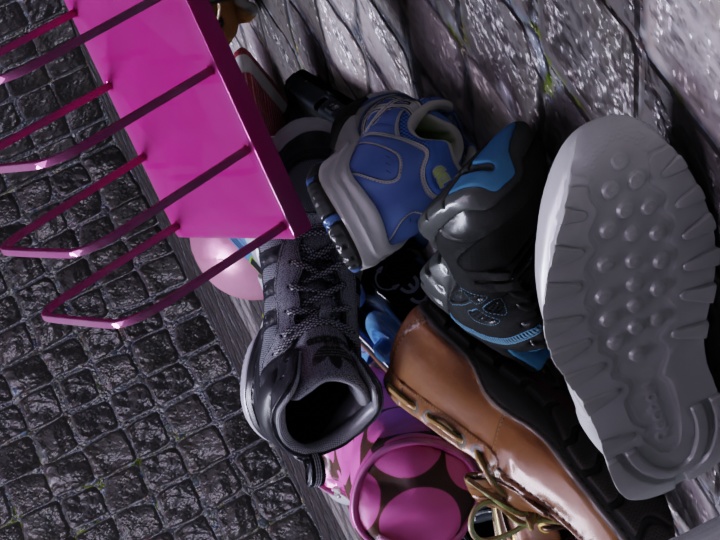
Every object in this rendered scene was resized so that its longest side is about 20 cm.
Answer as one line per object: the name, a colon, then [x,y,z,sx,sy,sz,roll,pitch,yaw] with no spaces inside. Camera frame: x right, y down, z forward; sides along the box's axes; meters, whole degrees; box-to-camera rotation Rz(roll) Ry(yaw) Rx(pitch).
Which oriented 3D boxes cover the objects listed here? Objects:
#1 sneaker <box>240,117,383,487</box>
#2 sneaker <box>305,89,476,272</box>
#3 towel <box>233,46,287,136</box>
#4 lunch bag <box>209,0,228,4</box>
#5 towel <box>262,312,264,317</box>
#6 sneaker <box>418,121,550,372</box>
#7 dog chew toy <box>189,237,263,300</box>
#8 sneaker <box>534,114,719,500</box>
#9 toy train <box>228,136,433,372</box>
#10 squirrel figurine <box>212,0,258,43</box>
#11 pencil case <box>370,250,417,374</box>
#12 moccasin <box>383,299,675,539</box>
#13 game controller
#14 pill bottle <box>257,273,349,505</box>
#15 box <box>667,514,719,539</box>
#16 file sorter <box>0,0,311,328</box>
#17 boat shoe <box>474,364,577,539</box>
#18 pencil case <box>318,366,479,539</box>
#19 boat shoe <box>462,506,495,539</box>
sneaker: [-0.022,0.021,1.000,0.114,0.075,0.202,-129,42,-65]
sneaker: [0.027,-0.057,0.954,0.076,0.077,0.200,60,-166,-16]
towel: [-0.052,-0.043,1.275,0.144,0.023,0.202,51,-154,-61]
lunch bag: [-0.107,-0.273,0.999,0.201,0.138,0.168,57,150,32]
towel: [-0.012,0.119,1.301,0.201,0.018,0.086,54,166,18]
sneaker: [0.078,-0.009,0.866,0.082,0.073,0.200,45,172,14]
dog chew toy: [-0.097,-0.080,1.507,0.125,0.124,0.202,-141,36,-70]
sneaker: [0.102,0.008,0.728,0.081,0.076,0.201,-111,5,-46]
toy train: [0.000,0.000,1.127,0.200,0.087,0.114,45,160,10]
squirrel figurine: [-0.156,-0.263,1.392,0.187,0.141,0.201,58,-170,-30]
pencil case: [0.030,0.068,1.267,0.090,0.077,0.201,-82,-25,-59]
moccasin: [0.084,0.099,0.931,0.201,0.073,0.078,39,114,28]
game controller: [-0.004,-0.080,1.228,0.105,0.042,0.200,53,177,-23]
pill bottle: [-0.010,0.080,1.421,0.201,0.112,0.112,67,171,-13]
box: [0.145,0.137,0.635,0.098,0.124,0.200,62,171,11]
file sorter: [-0.146,-0.082,0.947,0.139,0.125,0.201,2,121,56]
boat shoe: [0.111,0.136,1.005,0.068,0.071,0.202,132,115,-82]
pencil case: [0.017,0.127,1.131,0.091,0.094,0.200,38,180,-11]
boat shoe: [0.093,0.162,1.168,0.200,0.074,0.067,109,149,-64]
